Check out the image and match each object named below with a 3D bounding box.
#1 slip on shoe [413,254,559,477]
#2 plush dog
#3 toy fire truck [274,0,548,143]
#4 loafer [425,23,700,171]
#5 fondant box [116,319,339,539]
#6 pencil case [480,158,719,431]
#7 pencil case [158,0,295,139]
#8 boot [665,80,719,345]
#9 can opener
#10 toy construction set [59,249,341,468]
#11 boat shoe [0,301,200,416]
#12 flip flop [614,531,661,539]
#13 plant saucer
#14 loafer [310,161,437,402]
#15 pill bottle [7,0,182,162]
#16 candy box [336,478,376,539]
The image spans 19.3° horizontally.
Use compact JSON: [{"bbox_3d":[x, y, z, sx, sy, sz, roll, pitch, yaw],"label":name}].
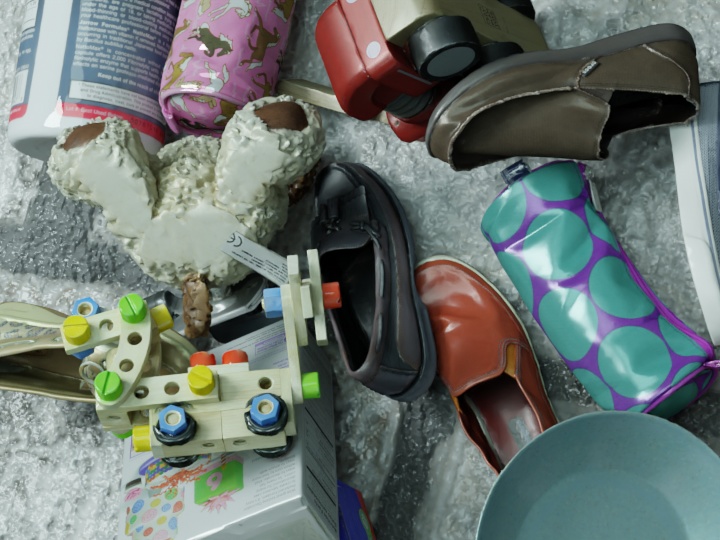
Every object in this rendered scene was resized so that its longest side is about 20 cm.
[{"bbox_3d":[0.088,0.073,1.500,0.074,0.061,0.200,-30,68,13],"label":"slip on shoe"},{"bbox_3d":[-0.111,-0.046,1.543,0.200,0.172,0.161,-7,101,7],"label":"plush dog"},{"bbox_3d":[0.018,-0.145,1.524,0.200,0.176,0.129,-34,62,27],"label":"toy fire truck"},{"bbox_3d":[0.142,-0.109,1.438,0.200,0.073,0.071,-19,56,-3],"label":"loafer"},{"bbox_3d":[-0.093,0.135,1.496,0.144,0.058,0.200,-23,33,14],"label":"fondant box"},{"bbox_3d":[0.166,0.015,1.472,0.092,0.085,0.200,-39,69,17],"label":"pencil case"},{"bbox_3d":[-0.097,-0.197,1.596,0.086,0.083,0.200,-19,56,49],"label":"pencil case"},{"bbox_3d":[0.265,-0.049,1.445,0.090,0.073,0.200,-11,63,14],"label":"boot"},{"bbox_3d":[-0.144,0.054,1.590,0.200,0.067,0.053,-22,28,25],"label":"can opener"},{"bbox_3d":[-0.102,0.060,1.427,0.200,0.092,0.131,-14,59,13],"label":"toy construction set"},{"bbox_3d":[-0.200,0.071,1.532,0.200,0.073,0.063,5,40,31],"label":"boat shoe"},{"bbox_3d":[0.137,0.258,1.445,0.081,0.058,0.200,44,79,-9],"label":"flip flop"},{"bbox_3d":[0.167,0.194,1.408,0.201,0.039,0.201,1,83,-12],"label":"plant saucer"},{"bbox_3d":[0.000,0.000,1.524,0.072,0.063,0.200,-40,54,33],"label":"loafer"},{"bbox_3d":[-0.198,-0.184,1.627,0.119,0.120,0.200,4,79,20],"label":"pill bottle"},{"bbox_3d":[-0.074,0.261,1.509,0.200,0.077,0.169,-22,70,15],"label":"candy box"}]
